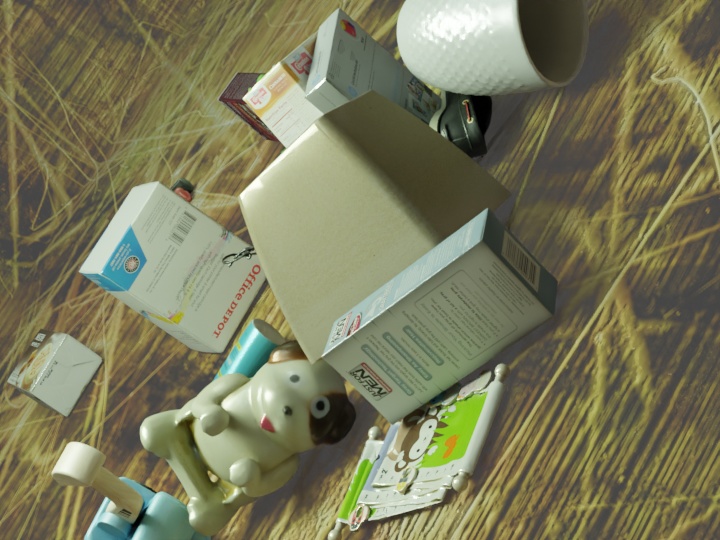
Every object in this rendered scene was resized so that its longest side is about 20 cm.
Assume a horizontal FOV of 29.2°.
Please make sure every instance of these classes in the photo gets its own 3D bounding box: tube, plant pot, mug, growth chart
[{"bbox_3d":[-0.166,0.152,1.690,0.201,0.050,0.078,-54,7,13],"label":"tube"},{"bbox_3d":[-0.002,-0.060,1.380,0.200,0.178,0.200,-41,-2,30],"label":"plant pot"},{"bbox_3d":[0.148,-0.262,1.493,0.174,0.199,0.150,-2,94,39],"label":"mug"},{"bbox_3d":[0.053,0.162,1.240,0.199,0.018,0.146,-31,30,44],"label":"growth chart"}]

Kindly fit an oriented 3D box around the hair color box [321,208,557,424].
[{"bbox_3d":[0.070,0.044,1.246,0.199,0.099,0.061,-37,18,29],"label":"hair color box"}]

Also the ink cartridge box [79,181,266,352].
[{"bbox_3d":[-0.250,-0.002,1.879,0.148,0.199,0.144,-58,20,-13],"label":"ink cartridge box"}]

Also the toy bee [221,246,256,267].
[{"bbox_3d":[-0.056,-0.019,1.664,0.198,0.110,0.131,-27,14,0],"label":"toy bee"}]

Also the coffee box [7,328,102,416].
[{"bbox_3d":[-0.521,0.171,2.353,0.115,0.079,0.199,-58,22,-13],"label":"coffee box"}]

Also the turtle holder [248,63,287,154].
[{"bbox_3d":[-0.073,-0.239,1.998,0.131,0.142,0.185,-34,-16,8],"label":"turtle holder"}]

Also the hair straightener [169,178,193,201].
[{"bbox_3d":[-0.368,-0.095,2.511,0.200,0.041,0.077,-48,21,28],"label":"hair straightener"}]

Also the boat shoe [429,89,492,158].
[{"bbox_3d":[0.121,-0.181,1.566,0.062,0.074,0.202,-14,28,17],"label":"boat shoe"}]

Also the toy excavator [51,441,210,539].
[{"bbox_3d":[-0.235,0.253,1.434,0.101,0.193,0.200,-63,9,-28],"label":"toy excavator"}]

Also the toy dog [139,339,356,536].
[{"bbox_3d":[-0.094,0.162,1.424,0.193,0.141,0.199,-14,-17,-48],"label":"toy dog"}]

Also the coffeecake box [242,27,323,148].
[{"bbox_3d":[-0.020,-0.170,1.599,0.073,0.200,0.154,-37,8,33],"label":"coffeecake box"}]

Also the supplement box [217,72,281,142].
[{"bbox_3d":[-0.147,-0.256,2.180,0.061,0.109,0.200,-54,20,-6],"label":"supplement box"}]

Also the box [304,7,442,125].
[{"bbox_3d":[0.029,-0.186,1.569,0.041,0.199,0.157,-37,27,30],"label":"box"}]
